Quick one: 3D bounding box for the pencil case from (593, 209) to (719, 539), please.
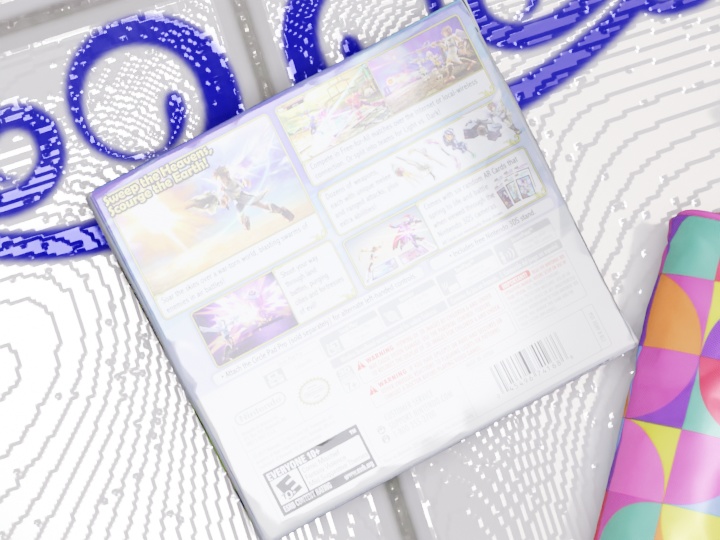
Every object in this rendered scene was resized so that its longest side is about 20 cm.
[{"bbox_3d":[0.165,0.074,1.403,0.088,0.088,0.202,11,87,-6],"label":"pencil case"}]

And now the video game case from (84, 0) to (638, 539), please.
[{"bbox_3d":[0.000,0.000,1.405,0.199,0.045,0.182,-27,93,-7],"label":"video game case"}]
